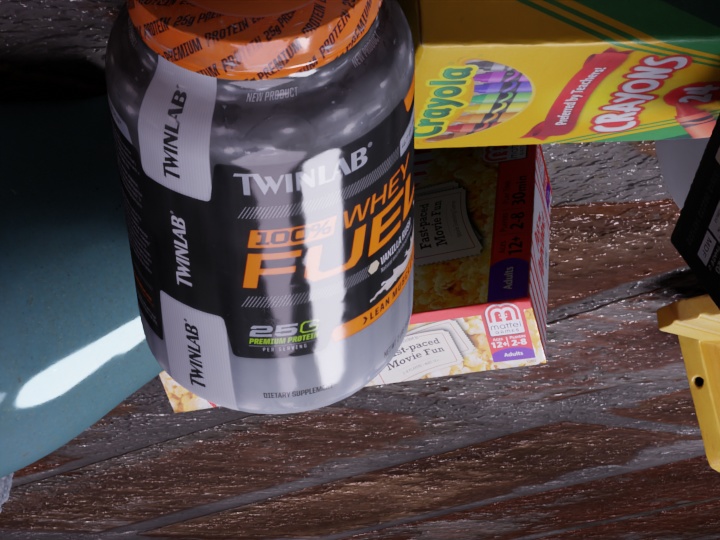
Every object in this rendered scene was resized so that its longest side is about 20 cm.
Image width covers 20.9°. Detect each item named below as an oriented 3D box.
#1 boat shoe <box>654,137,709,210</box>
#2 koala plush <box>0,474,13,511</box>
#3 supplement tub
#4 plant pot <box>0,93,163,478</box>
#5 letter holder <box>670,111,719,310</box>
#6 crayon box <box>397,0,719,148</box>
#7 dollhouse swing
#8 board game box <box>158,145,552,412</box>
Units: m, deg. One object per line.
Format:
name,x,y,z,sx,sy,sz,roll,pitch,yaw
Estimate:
boat shoe,0.200,-0.075,0.967,0.064,0.071,0.200,-14,173,-11
koala plush,-0.337,0.064,1.208,0.200,0.184,0.177,9,-169,43
supplement tub,-0.038,-0.047,0.793,0.122,0.123,0.200,-4,137,-2
plant pot,-0.179,0.004,0.942,0.188,0.200,0.200,-19,166,-6
letter holder,0.237,-0.062,0.799,0.142,0.101,0.200,-7,135,-23
crayon box,0.079,-0.098,0.859,0.199,0.051,0.127,-2,165,-9
dollhouse swing,0.335,0.085,1.443,0.200,0.182,0.176,-12,-176,26
board game box,0.000,0.000,1.041,0.199,0.152,0.046,-9,125,13
